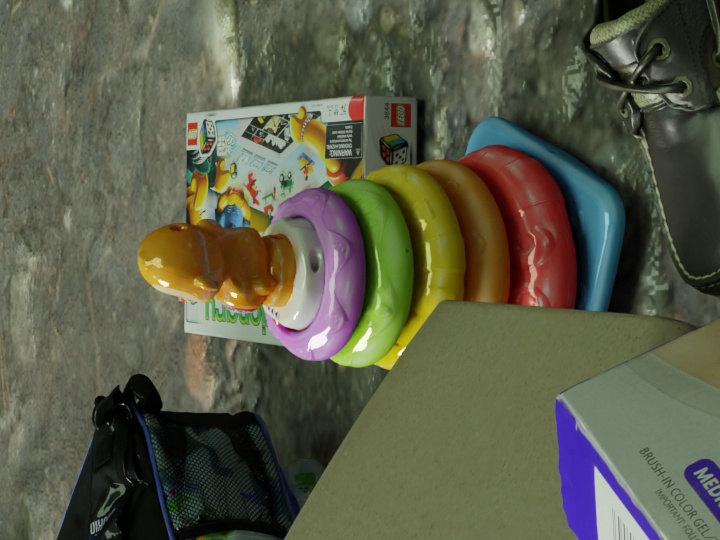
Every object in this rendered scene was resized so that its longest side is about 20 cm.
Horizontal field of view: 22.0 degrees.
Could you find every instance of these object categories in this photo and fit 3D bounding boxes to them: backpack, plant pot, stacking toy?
[{"bbox_3d":[-0.077,0.189,0.934,0.184,0.146,0.201,-62,32,35],"label":"backpack"},{"bbox_3d":[0.090,0.114,0.628,0.200,0.199,0.178,5,77,59],"label":"plant pot"},{"bbox_3d":[0.000,0.000,0.759,0.116,0.199,0.110,39,123,51],"label":"stacking toy"}]

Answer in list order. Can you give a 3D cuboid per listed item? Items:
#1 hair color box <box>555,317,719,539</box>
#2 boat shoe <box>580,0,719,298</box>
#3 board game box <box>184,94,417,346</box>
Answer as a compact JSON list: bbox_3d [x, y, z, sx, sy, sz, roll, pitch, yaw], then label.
[{"bbox_3d":[0.164,0.045,0.486,0.109,0.199,0.065,55,163,43],"label":"hair color box"},{"bbox_3d":[0.114,-0.087,0.698,0.073,0.064,0.202,-25,70,55],"label":"boat shoe"},{"bbox_3d":[-0.036,-0.024,0.979,0.200,0.034,0.127,2,93,59],"label":"board game box"}]
